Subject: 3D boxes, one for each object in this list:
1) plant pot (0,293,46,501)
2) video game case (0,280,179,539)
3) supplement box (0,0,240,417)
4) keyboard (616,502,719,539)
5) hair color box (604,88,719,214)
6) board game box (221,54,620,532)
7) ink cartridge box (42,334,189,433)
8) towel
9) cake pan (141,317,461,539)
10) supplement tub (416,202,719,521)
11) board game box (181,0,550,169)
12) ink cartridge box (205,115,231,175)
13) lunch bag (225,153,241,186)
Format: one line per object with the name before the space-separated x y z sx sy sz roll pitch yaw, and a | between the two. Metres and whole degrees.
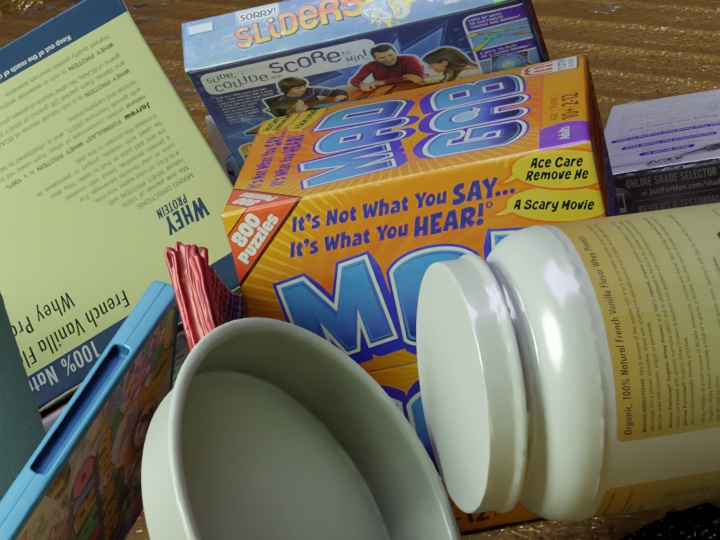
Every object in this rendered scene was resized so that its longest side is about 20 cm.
plant pot | -0.277 0.138 1.331 0.194 0.198 0.200 -9 26 13
video game case | -0.141 0.118 1.278 0.018 0.144 0.200 20 43 11
supplement box | -0.192 -0.031 1.607 0.199 0.201 0.134 -32 -1 -13
keyboard | 0.190 0.136 1.215 0.103 0.040 0.200 -19 18 -18
hair color box | 0.229 -0.073 1.852 0.108 0.065 0.200 -8 15 13
board game box | 0.051 0.016 1.441 0.198 0.201 0.200 -11 16 7
ink cartridge box | -0.206 0.123 1.575 0.173 0.044 0.200 -33 0 41
towel | -0.063 0.067 1.338 0.022 0.146 0.200 -15 -9 1
cake pan | -0.027 0.120 1.196 0.037 0.201 0.200 -31 5 32
supplement tub | 0.137 0.044 1.262 0.198 0.146 0.144 -7 14 -14
board game box | 0.008 -0.118 1.517 0.198 0.035 0.136 -11 -28 8
ink cartridge box | 0.007 -0.060 1.823 0.199 0.146 0.145 -17 12 -10
lunch bag | 0.014 -0.078 1.669 0.199 0.076 0.160 -28 -14 -2
